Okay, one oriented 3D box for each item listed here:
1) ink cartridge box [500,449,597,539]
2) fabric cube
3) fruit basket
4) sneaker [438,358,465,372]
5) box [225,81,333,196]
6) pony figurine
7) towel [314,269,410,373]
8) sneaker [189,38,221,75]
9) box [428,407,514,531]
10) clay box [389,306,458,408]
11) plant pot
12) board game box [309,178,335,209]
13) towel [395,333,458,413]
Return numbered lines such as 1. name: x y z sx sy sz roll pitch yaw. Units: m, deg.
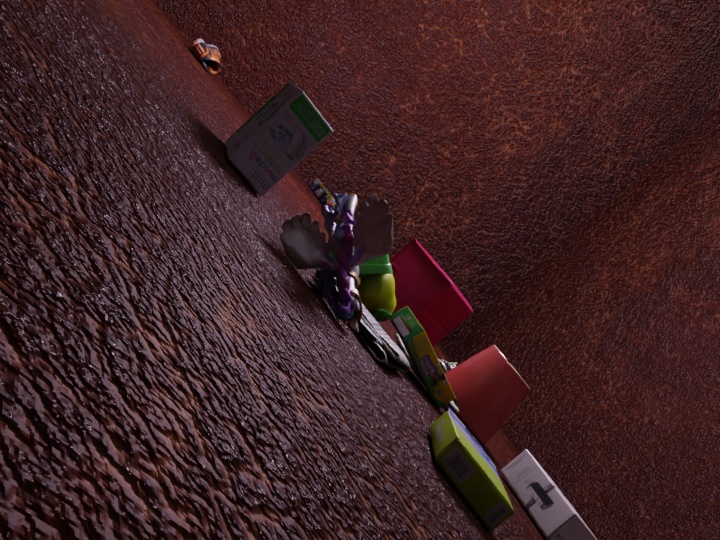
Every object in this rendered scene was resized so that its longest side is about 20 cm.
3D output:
1. ink cartridge box: 0.409 0.513 1.708 0.145 0.083 0.201 49 4 -38
2. fabric cube: 0.166 0.073 2.214 0.197 0.199 0.199 54 6 37
3. fruit basket: 0.000 0.000 1.570 0.216 0.151 0.222 -178 -90 -86
4. sneaker: 0.280 0.296 2.371 0.072 0.082 0.200 51 3 32
5. box: -0.153 -0.243 1.437 0.097 0.176 0.200 48 4 -21
6. pony figurine: -0.024 -0.033 1.181 0.202 0.162 0.197 -92 171 -59
7. towel: 0.010 0.085 1.324 0.194 0.034 0.200 53 4 17
8. sneaker: -0.533 -0.742 2.787 0.113 0.077 0.200 55 14 5
9. box: 0.149 0.269 1.092 0.123 0.047 0.200 52 3 1
10. clay box: 0.128 0.183 1.560 0.203 0.047 0.115 65 -3 -26
11. plant pot: 0.312 0.297 1.954 0.202 0.176 0.200 51 3 -3
12. board game box: -0.135 -0.298 3.475 0.166 0.056 0.201 51 2 -39
13. towel: 0.149 0.231 1.765 0.153 0.023 0.200 50 4 -19
